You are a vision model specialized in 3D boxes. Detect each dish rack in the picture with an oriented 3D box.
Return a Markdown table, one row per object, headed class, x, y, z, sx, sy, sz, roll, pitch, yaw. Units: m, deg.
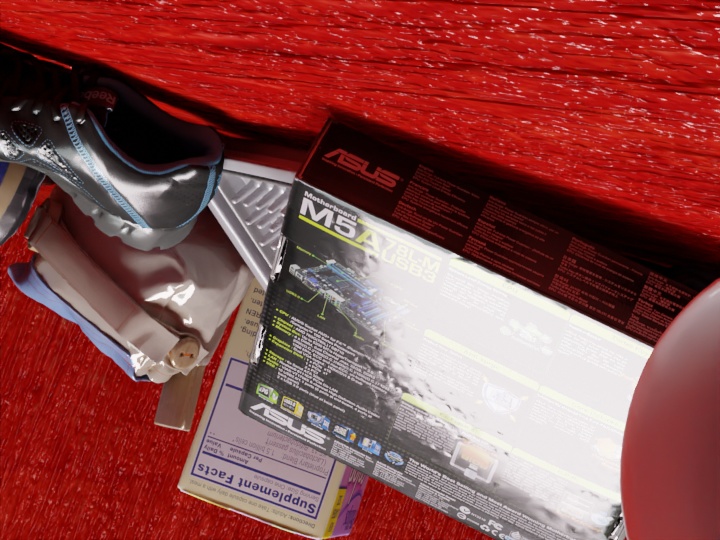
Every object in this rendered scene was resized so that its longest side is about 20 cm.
| class | x | y | z | sx | sy | sz | roll | pitch | yaw |
| --- | --- | --- | --- | --- | --- | --- | --- | --- | --- |
| dish rack | 0.000 | 0.000 | 1.186 | 0.172 | 0.044 | 0.200 | 56 | 160 | -24 |

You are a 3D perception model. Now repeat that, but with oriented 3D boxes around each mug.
| class | x | y | z | sx | sy | sz | roll | pitch | yaw |
| --- | --- | --- | --- | --- | --- | --- | --- | --- | --- |
| mug | 0.224 | 0.072 | 0.837 | 0.174 | 0.149 | 0.199 | 12 | 152 | -39 |

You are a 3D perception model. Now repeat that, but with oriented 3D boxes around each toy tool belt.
| class | x | y | z | sx | sy | sz | roll | pitch | yaw |
| --- | --- | --- | --- | --- | --- | --- | --- | --- | --- |
| toy tool belt | -0.151 | -0.002 | 1.342 | 0.124 | 0.124 | 0.200 | -10 | -144 | -46 |

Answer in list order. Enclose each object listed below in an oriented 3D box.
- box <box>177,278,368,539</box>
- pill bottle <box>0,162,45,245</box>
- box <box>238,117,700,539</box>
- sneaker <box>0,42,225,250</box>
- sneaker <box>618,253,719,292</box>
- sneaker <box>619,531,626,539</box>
| class | x | y | z | sx | sy | sz | roll | pitch | yaw |
| --- | --- | --- | --- | --- | --- | --- | --- | --- | --- |
| box | -0.027 | 0.062 | 1.472 | 0.096 | 0.202 | 0.176 | 19 | 176 | 7 |
| pill bottle | -0.272 | -0.088 | 1.227 | 0.199 | 0.113 | 0.112 | 21 | 176 | -34 |
| box | 0.049 | 0.043 | 1.060 | 0.199 | 0.048 | 0.194 | 25 | 141 | 7 |
| sneaker | -0.160 | -0.086 | 1.166 | 0.199 | 0.074 | 0.082 | 24 | 148 | -15 |
| sneaker | 0.143 | 0.022 | 1.077 | 0.199 | 0.074 | 0.081 | 11 | 162 | 34 |
| sneaker | 0.070 | 0.083 | 1.315 | 0.145 | 0.077 | 0.202 | 22 | -173 | -13 |
